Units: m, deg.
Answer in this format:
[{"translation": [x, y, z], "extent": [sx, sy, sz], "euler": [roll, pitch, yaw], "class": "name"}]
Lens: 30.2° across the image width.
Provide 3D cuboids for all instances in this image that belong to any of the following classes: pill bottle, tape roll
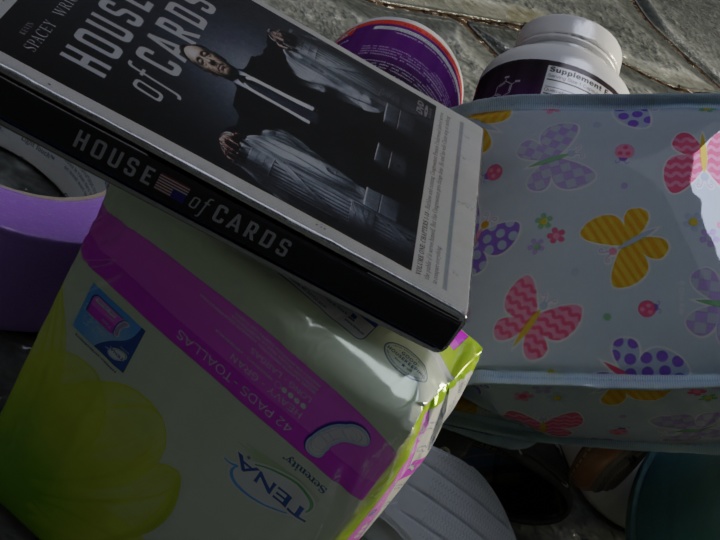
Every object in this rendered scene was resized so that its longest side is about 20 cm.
[{"translation": [0.007, -0.100, 0.944], "extent": [0.112, 0.113, 0.200], "euler": [32, 29, -5], "class": "pill bottle"}, {"translation": [-0.200, -0.060, 0.721], "extent": [0.199, 0.066, 0.201], "euler": [25, 31, -16], "class": "tape roll"}, {"translation": [0.123, -0.075, 0.924], "extent": [0.112, 0.112, 0.201], "euler": [26, 62, -15], "class": "pill bottle"}]

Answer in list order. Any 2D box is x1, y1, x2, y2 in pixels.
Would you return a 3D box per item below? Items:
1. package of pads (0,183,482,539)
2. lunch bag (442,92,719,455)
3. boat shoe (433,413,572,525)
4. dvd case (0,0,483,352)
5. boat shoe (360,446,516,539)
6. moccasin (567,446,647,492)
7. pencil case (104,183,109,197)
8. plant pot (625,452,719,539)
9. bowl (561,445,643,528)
[{"translation": [-0.058, 0.062, 0.543], "extent": [0.154, 0.200, 0.068], "euler": [40, 36, 8], "class": "package of pads"}, {"translation": [0.117, 0.002, 0.703], "extent": [0.199, 0.127, 0.171], "euler": [1, 65, 7], "class": "lunch bag"}, {"translation": [0.039, 0.101, 0.731], "extent": [0.199, 0.070, 0.066], "euler": [23, 28, -34], "class": "boat shoe"}, {"translation": [-0.045, -0.062, 0.505], "extent": [0.199, 0.025, 0.151], "euler": [29, 31, -10], "class": "dvd case"}, {"translation": [0.005, 0.115, 0.659], "extent": [0.200, 0.071, 0.072], "euler": [45, 50, -30], "class": "boat shoe"}, {"translation": [0.159, 0.050, 0.809], "extent": [0.077, 0.074, 0.202], "euler": [28, 52, 2], "class": "moccasin"}, {"translation": [-0.081, -0.008, 0.623], "extent": [0.087, 0.201, 0.088], "euler": [16, 25, -8], "class": "pencil case"}, {"translation": [0.279, 0.141, 0.719], "extent": [0.199, 0.188, 0.201], "euler": [13, 58, -22], "class": "plant pot"}, {"translation": [0.225, 0.100, 0.912], "extent": [0.199, 0.075, 0.200], "euler": [22, 32, -24], "class": "bowl"}]
